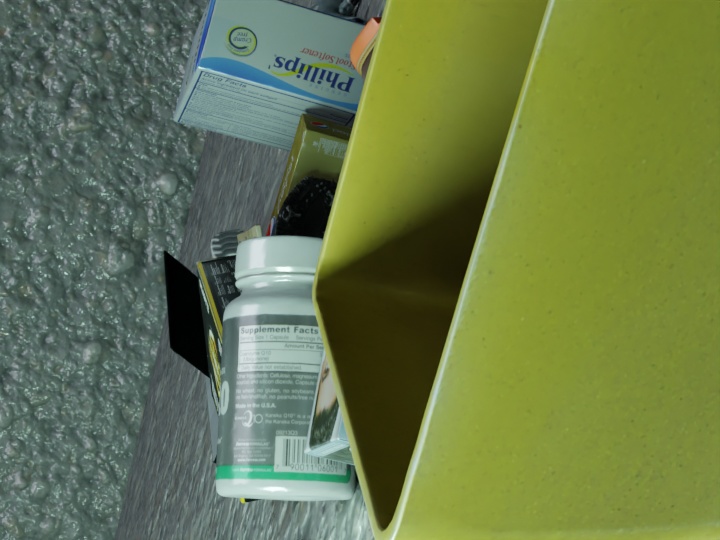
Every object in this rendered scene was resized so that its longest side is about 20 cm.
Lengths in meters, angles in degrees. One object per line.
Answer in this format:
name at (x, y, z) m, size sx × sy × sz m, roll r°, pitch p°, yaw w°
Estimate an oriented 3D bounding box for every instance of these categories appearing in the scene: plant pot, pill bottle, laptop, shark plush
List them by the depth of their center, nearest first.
plant pot at (0.101, -0.033, 0.416) m, size 0.200 × 0.175 × 0.202 m, roll -110°, pitch 34°, yaw -70°
pill bottle at (-0.056, 0.080, 1.083) m, size 0.113 × 0.112 × 0.202 m, roll 144°, pitch 129°, yaw -71°
shark plush at (-0.037, -0.305, 1.612) m, size 0.083 × 0.091 × 0.200 m, roll -45°, pitch 7°, yaw -3°
laptop at (-0.226, 0.116, 1.807) m, size 0.188 × 0.115 × 0.201 m, roll -102°, pitch 28°, yaw -48°

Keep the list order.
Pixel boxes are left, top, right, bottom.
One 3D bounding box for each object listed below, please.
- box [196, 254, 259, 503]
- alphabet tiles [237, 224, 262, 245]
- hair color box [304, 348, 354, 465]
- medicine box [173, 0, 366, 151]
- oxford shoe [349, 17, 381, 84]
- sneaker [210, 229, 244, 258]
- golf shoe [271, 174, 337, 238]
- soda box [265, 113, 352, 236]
box at (-0.117, 0.101, 1.314) m, size 0.200 × 0.049 × 0.161 m, roll -118°, pitch 20°, yaw -59°
alphabet tiles at (-0.098, 0.045, 1.314) m, size 0.200 × 0.007 × 0.169 m, roll 172°, pitch 89°, yaw -79°
hair color box at (0.014, 0.038, 1.001) m, size 0.099 × 0.060 × 0.202 m, roll 140°, pitch 142°, yaw -69°
medicine box at (-0.097, -0.213, 1.494) m, size 0.200 × 0.181 × 0.104 m, roll 145°, pitch 137°, yaw -71°
oxford shoe at (0.059, -0.203, 1.105) m, size 0.073 × 0.071 × 0.200 m, roll 67°, pitch 149°, yaw 21°
sneaker at (-0.160, 0.031, 1.821) m, size 0.201 × 0.074 × 0.082 m, roll -95°, pitch -7°, yaw -51°
golf shoe at (-0.063, 0.005, 1.347) m, size 0.094 × 0.077 × 0.202 m, roll 134°, pitch 149°, yaw -67°
soda box at (-0.058, -0.057, 1.421) m, size 0.068 × 0.063 × 0.201 m, roll -108°, pitch 35°, yaw -68°
